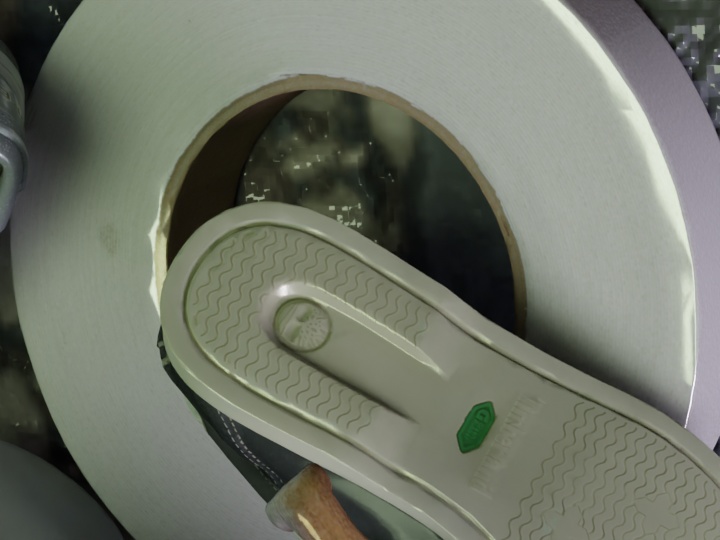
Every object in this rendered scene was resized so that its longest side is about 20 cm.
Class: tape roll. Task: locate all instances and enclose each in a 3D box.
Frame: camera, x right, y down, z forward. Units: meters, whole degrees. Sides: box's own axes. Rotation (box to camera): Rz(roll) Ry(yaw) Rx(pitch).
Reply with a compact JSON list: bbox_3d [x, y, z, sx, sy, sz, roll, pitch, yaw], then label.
[{"bbox_3d":[0.000,0.000,0.747,0.202,0.037,0.203,8,106,28],"label":"tape roll"}]

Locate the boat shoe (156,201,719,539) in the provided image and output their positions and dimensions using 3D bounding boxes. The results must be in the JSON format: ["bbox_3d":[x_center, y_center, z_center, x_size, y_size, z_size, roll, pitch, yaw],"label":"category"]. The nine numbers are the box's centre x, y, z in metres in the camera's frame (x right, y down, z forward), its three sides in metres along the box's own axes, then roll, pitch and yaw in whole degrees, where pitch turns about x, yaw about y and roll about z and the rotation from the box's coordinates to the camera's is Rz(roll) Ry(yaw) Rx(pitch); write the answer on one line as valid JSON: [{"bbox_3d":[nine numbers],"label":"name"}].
[{"bbox_3d":[0.036,0.062,0.695,0.200,0.072,0.068,37,155,8],"label":"boat shoe"}]

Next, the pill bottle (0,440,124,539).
[{"bbox_3d":[-0.144,0.143,0.818,0.112,0.112,0.200,42,119,13],"label":"pill bottle"}]

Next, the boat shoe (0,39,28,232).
[{"bbox_3d":[-0.156,0.021,0.758,0.074,0.065,0.202,34,109,-32],"label":"boat shoe"}]

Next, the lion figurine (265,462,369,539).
[{"bbox_3d":[0.005,0.121,0.652,0.072,0.200,0.123,-39,78,-5],"label":"lion figurine"}]
